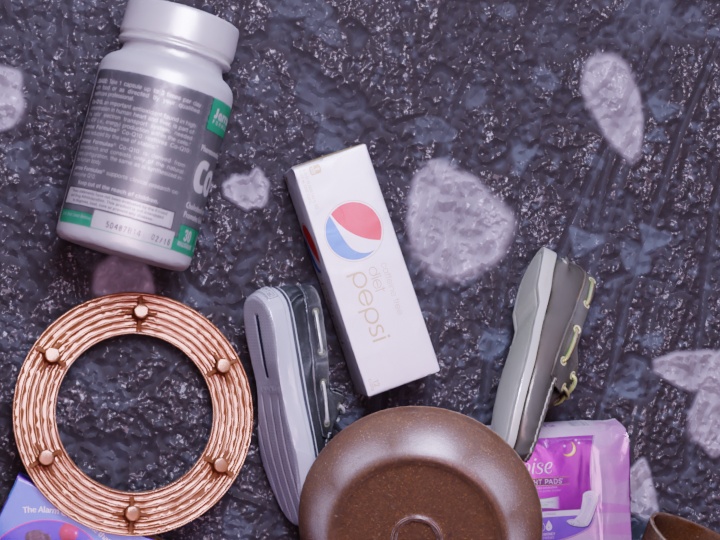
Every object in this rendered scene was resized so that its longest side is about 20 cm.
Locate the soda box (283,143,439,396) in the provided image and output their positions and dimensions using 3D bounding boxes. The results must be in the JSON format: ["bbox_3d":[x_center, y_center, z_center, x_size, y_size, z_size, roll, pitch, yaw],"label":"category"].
[{"bbox_3d":[0.000,0.000,1.335,0.068,0.064,0.202,-19,91,-10],"label":"soda box"}]

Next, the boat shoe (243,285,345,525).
[{"bbox_3d":[-0.045,0.109,1.320,0.070,0.072,0.202,-12,101,-30],"label":"boat shoe"}]

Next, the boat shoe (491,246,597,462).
[{"bbox_3d":[0.155,0.074,1.327,0.060,0.072,0.203,22,57,-9],"label":"boat shoe"}]

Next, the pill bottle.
[{"bbox_3d":[-0.168,-0.109,1.283,0.112,0.113,0.202,15,87,-9],"label":"pill bottle"}]

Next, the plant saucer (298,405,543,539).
[{"bbox_3d":[0.046,0.209,1.270,0.198,0.037,0.202,2,106,6],"label":"plant saucer"}]

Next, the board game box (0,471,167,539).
[{"bbox_3d":[-0.218,0.269,1.299,0.199,0.045,0.135,27,84,-8],"label":"board game box"}]

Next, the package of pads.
[{"bbox_3d":[0.127,0.190,1.346,0.198,0.076,0.122,-2,90,-10],"label":"package of pads"}]

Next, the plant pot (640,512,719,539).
[{"bbox_3d":[0.277,0.339,1.331,0.186,0.187,0.201,26,99,-8],"label":"plant pot"}]

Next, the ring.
[{"bbox_3d":[-0.183,0.115,1.299,0.199,0.019,0.202,4,76,-16],"label":"ring"}]
